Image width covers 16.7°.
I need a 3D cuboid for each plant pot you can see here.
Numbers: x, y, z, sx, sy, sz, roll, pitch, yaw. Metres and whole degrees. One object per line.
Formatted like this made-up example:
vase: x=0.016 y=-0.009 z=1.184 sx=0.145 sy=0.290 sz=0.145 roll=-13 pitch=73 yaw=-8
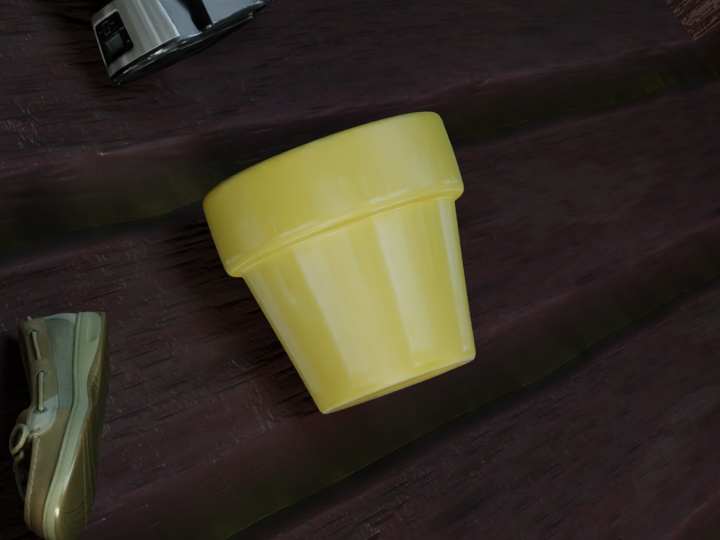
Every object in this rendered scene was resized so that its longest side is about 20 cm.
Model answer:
plant pot: x=0.000 y=0.000 z=1.888 sx=0.200 sy=0.200 sz=0.190 roll=-9 pitch=77 yaw=-64

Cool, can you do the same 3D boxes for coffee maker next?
coffee maker: x=-0.160 y=-0.274 z=1.963 sx=0.201 sy=0.191 sz=0.135 roll=61 pitch=-12 yaw=-4

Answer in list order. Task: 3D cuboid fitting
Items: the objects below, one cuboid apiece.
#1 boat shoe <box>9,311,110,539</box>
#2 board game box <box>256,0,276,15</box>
boat shoe: x=-0.196 y=0.096 z=1.537 sx=0.201 sy=0.063 sz=0.074 roll=-88 pitch=180 yaw=-51
board game box: x=-0.137 y=-0.297 z=2.161 sx=0.160 sy=0.097 sz=0.200 roll=51 pitch=23 yaw=-1
